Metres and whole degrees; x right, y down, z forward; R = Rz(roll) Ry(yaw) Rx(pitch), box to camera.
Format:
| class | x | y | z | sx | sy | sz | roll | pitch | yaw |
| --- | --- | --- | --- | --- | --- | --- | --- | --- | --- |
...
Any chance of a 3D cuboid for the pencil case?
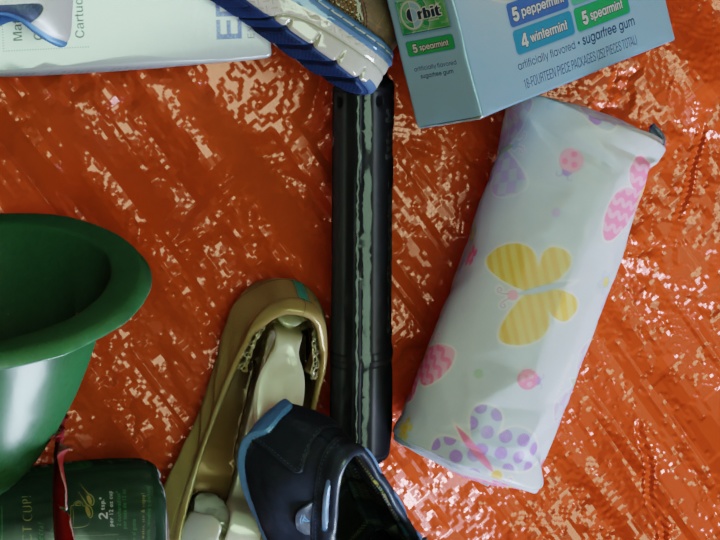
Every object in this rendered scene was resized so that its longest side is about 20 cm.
| class | x | y | z | sx | sy | sz | roll | pitch | yaw |
| --- | --- | --- | --- | --- | --- | --- | --- | --- | --- |
| pencil case | 0.084 | 0.010 | 1.105 | 0.083 | 0.091 | 0.201 | 20 | 89 | 0 |

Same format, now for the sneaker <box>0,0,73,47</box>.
| class | x | y | z | sx | sy | sz | roll | pitch | yaw |
| --- | --- | --- | --- | --- | --- | --- | --- | --- | --- |
| sneaker | -0.221 | -0.116 | 0.989 | 0.199 | 0.074 | 0.083 | -15 | 98 | 7 |

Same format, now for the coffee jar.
| class | x | y | z | sx | sy | sz | roll | pitch | yaw |
| --- | --- | --- | --- | --- | --- | --- | --- | --- | --- |
| coffee jar | -0.193 | 0.141 | 1.037 | 0.198 | 0.085 | 0.105 | 2 | 86 | -17 |

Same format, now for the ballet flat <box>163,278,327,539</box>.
| class | x | y | z | sx | sy | sz | roll | pitch | yaw |
| --- | --- | --- | --- | --- | --- | --- | --- | --- | --- |
| ballet flat | -0.061 | 0.102 | 1.084 | 0.068 | 0.063 | 0.202 | 12 | 93 | -16 |

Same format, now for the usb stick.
| class | x | y | z | sx | sy | sz | roll | pitch | yaw |
| --- | --- | --- | --- | --- | --- | --- | --- | --- | --- |
| usb stick | 0.000 | 0.000 | 1.096 | 0.032 | 0.055 | 0.202 | 2 | 96 | 8 |

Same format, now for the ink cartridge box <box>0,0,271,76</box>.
| class | x | y | z | sx | sy | sz | roll | pitch | yaw |
| --- | --- | --- | --- | --- | --- | --- | --- | --- | --- |
| ink cartridge box | -0.146 | -0.194 | 1.041 | 0.198 | 0.041 | 0.201 | -6 | 97 | -15 |

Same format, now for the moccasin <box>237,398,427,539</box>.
| class | x | y | z | sx | sy | sz | roll | pitch | yaw |
| --- | --- | --- | --- | --- | --- | --- | --- | --- | --- |
| moccasin | -0.001 | 0.151 | 1.068 | 0.081 | 0.068 | 0.200 | -51 | 135 | -23 |

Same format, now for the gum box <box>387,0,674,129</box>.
| class | x | y | z | sx | sy | sz | roll | pitch | yaw |
| --- | --- | --- | --- | --- | --- | --- | --- | --- | --- |
| gum box | 0.070 | -0.188 | 1.059 | 0.169 | 0.044 | 0.201 | -24 | 103 | -46 |

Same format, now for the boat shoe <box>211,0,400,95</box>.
| class | x | y | z | sx | sy | sz | roll | pitch | yaw |
| --- | --- | --- | --- | --- | --- | --- | --- | --- | --- |
| boat shoe | -0.057 | -0.164 | 1.018 | 0.200 | 0.072 | 0.073 | 35 | 80 | -28 |

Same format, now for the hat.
| class | x | y | z | sx | sy | sz | roll | pitch | yaw |
| --- | --- | --- | --- | --- | --- | --- | --- | --- | --- |
| hat | -0.172 | 0.090 | 1.006 | 0.164 | 0.200 | 0.177 | -1 | 113 | 5 |
